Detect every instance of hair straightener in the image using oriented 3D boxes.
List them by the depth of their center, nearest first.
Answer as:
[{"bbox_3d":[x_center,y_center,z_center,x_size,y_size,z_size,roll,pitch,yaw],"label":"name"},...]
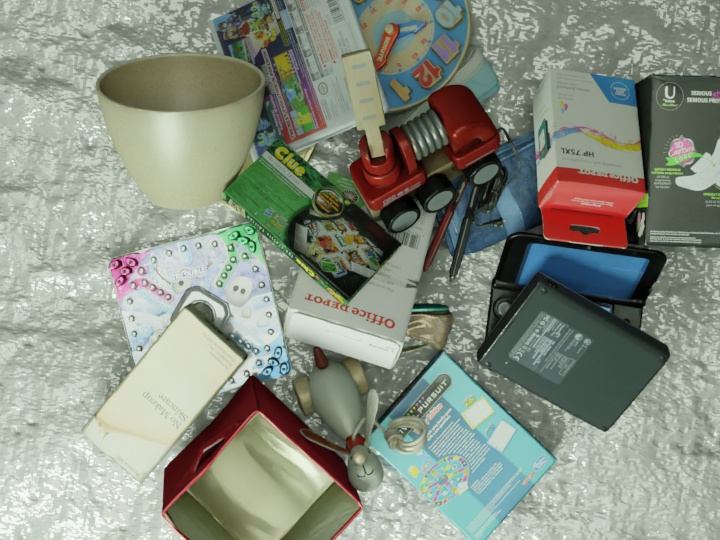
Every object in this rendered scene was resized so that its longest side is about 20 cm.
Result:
[{"bbox_3d":[0.146,-0.079,1.579,0.076,0.041,0.203,22,87,0],"label":"hair straightener"}]

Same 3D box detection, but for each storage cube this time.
[{"bbox_3d":[-0.122,0.264,1.548,0.200,0.180,0.171,43,91,-12],"label":"storage cube"}]

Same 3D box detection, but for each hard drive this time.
[{"bbox_3d":[0.264,0.105,1.588,0.198,0.033,0.140,29,117,-12],"label":"hard drive"}]

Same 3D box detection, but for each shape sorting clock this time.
[{"bbox_3d":[0.041,-0.294,1.585,0.197,0.039,0.204,-3,80,17],"label":"shape sorting clock"}]

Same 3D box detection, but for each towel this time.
[{"bbox_3d":[0.186,-0.101,1.616,0.197,0.049,0.113,-23,93,0],"label":"towel"}]

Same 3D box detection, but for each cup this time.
[{"bbox_3d":[-0.211,-0.159,1.527,0.197,0.201,0.145,1,118,-1],"label":"cup"}]

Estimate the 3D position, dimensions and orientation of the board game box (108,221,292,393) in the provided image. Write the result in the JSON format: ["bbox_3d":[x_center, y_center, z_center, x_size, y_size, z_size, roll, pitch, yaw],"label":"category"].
[{"bbox_3d":[-0.204,0.059,1.628,0.197,0.026,0.203,-14,92,0],"label":"board game box"}]

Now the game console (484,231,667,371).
[{"bbox_3d":[0.262,0.052,1.588,0.196,0.116,0.179,8,90,0],"label":"game console"}]

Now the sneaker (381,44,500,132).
[{"bbox_3d":[0.093,-0.186,1.603,0.199,0.074,0.082,-39,114,12],"label":"sneaker"}]

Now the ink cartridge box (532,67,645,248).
[{"bbox_3d":[0.274,-0.135,1.537,0.114,0.067,0.203,6,63,-11],"label":"ink cartridge box"}]

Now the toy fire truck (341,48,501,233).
[{"bbox_3d":[0.060,-0.168,1.477,0.174,0.201,0.130,-29,63,-3],"label":"toy fire truck"}]

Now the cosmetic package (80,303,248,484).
[{"bbox_3d":[-0.240,0.150,1.582,0.103,0.073,0.201,39,90,-2],"label":"cosmetic package"}]

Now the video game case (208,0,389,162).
[{"bbox_3d":[-0.078,-0.253,1.583,0.180,0.023,0.203,-21,77,9],"label":"video game case"}]

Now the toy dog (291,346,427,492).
[{"bbox_3d":[-0.021,0.166,1.559,0.131,0.199,0.097,-38,135,-18],"label":"toy dog"}]

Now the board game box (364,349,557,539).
[{"bbox_3d":[0.126,0.224,1.627,0.200,0.047,0.151,43,91,-2],"label":"board game box"}]

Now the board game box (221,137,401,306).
[{"bbox_3d":[-0.058,-0.059,1.514,0.200,0.024,0.105,41,68,10],"label":"board game box"}]

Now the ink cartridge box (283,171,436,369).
[{"bbox_3d":[0.000,0.000,1.557,0.144,0.085,0.202,17,62,-1],"label":"ink cartridge box"}]

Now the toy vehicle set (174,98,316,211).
[{"bbox_3d":[-0.169,-0.152,1.621,0.198,0.027,0.126,29,91,-1],"label":"toy vehicle set"}]

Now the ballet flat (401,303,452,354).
[{"bbox_3d":[0.018,0.072,1.613,0.196,0.068,0.068,5,99,1],"label":"ballet flat"}]

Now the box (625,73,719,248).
[{"bbox_3d":[0.395,-0.131,1.567,0.122,0.149,0.204,2,92,0],"label":"box"}]
